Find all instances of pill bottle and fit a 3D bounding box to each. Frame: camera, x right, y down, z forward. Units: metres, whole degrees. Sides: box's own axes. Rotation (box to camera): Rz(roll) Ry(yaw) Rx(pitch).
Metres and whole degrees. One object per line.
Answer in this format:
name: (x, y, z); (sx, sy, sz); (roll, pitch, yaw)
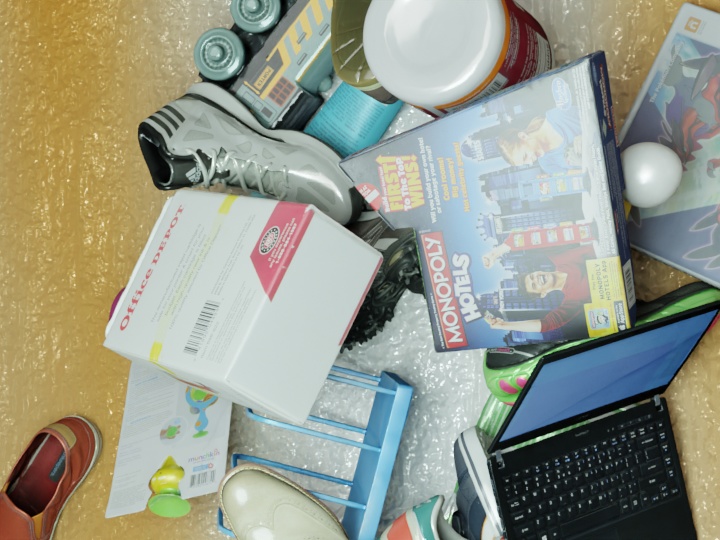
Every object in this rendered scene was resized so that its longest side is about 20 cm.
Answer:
pill bottle: (0.088, -0.168, 1.326); (0.113, 0.200, 0.113); (-3, 83, 22)

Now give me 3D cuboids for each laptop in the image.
laptop: (0.193, 0.140, 1.229); (0.103, 0.177, 0.201); (-9, 95, 60)

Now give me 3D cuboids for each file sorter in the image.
file sorter: (-0.046, 0.171, 1.356); (0.122, 0.139, 0.201); (15, 90, -5)

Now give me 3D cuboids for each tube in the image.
tube: (-0.015, -0.117, 1.450); (0.077, 0.050, 0.200); (44, 106, 25)

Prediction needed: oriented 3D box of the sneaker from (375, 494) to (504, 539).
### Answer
sneaker: (0.095, 0.254, 1.249); (0.200, 0.070, 0.093); (45, 101, 3)

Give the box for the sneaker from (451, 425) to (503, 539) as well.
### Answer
sneaker: (0.100, 0.227, 1.321); (0.079, 0.078, 0.200); (-23, 79, 13)

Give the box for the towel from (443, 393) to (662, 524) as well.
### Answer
towel: (0.147, 0.182, 1.359); (0.152, 0.023, 0.200); (23, 93, 23)

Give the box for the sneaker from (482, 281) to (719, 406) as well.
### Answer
sneaker: (0.189, 0.041, 1.324); (0.199, 0.077, 0.084); (-17, 60, 6)

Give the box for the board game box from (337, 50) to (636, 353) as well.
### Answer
board game box: (0.092, -0.047, 1.232); (0.199, 0.062, 0.201); (-6, 101, 21)

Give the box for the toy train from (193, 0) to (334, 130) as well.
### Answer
toy train: (-0.059, -0.206, 1.462); (0.114, 0.085, 0.200); (39, 98, 9)

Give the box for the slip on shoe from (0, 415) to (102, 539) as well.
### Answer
slip on shoe: (-0.308, 0.220, 1.524); (0.074, 0.061, 0.200); (35, 99, 20)

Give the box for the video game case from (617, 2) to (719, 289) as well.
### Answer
video game case: (0.288, -0.092, 1.310); (0.182, 0.023, 0.200); (27, 92, 32)

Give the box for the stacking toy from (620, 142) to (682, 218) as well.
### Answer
stacking toy: (0.156, -0.055, 1.288); (0.200, 0.146, 0.147); (-17, 77, 40)

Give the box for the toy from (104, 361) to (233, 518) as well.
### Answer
toy: (-0.151, 0.128, 1.454); (0.115, 0.047, 0.200); (-16, 42, 21)

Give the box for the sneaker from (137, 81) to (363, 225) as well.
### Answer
sneaker: (-0.102, -0.076, 1.389); (0.200, 0.115, 0.076); (31, 132, 22)

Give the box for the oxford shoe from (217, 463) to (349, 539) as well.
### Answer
oxford shoe: (-0.031, 0.226, 1.253); (0.071, 0.074, 0.200); (-44, 91, -1)

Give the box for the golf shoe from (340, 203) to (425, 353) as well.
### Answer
golf shoe: (0.000, 0.000, 1.423); (0.200, 0.078, 0.095); (-31, 56, 15)

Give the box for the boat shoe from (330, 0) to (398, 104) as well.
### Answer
boat shoe: (0.013, -0.230, 1.389); (0.072, 0.066, 0.201); (-8, 63, 20)

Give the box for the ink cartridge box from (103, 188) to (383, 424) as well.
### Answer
ink cartridge box: (-0.094, 0.022, 1.287); (0.200, 0.083, 0.145); (11, 73, 54)

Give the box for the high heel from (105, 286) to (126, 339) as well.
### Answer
high heel: (-0.150, 0.054, 1.450); (0.200, 0.067, 0.096); (28, 87, 54)
